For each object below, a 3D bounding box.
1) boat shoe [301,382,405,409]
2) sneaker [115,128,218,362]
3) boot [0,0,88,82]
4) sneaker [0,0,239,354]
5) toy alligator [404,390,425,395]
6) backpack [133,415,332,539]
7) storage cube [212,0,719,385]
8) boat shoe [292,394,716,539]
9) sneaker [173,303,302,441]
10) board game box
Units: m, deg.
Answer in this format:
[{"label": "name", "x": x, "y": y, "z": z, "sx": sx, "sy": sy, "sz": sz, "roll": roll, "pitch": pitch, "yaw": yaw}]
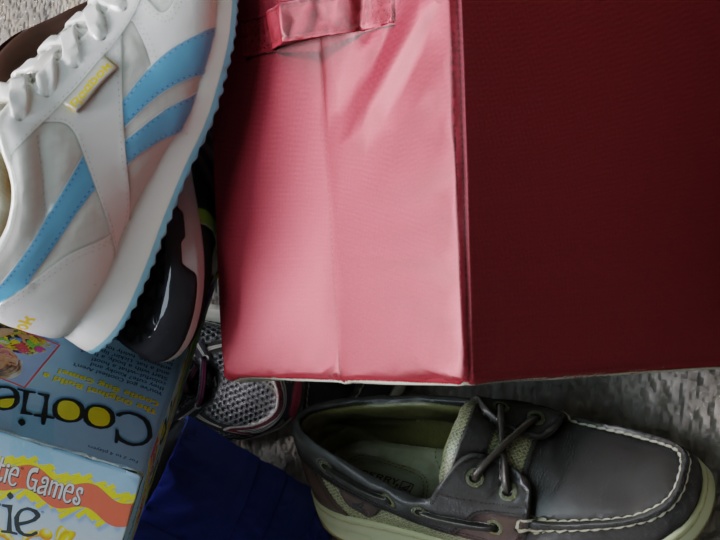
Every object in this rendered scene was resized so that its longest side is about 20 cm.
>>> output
[{"label": "boat shoe", "x": 0.001, "y": 0.001, "z": 0.954, "sx": 0.075, "sy": 0.066, "sz": 0.200, "roll": 53, "pitch": 126, "yaw": 44}, {"label": "sneaker", "x": -0.072, "y": -0.028, "z": 0.872, "sx": 0.072, "sy": 0.082, "sz": 0.201, "roll": -57, "pitch": 25, "yaw": 28}, {"label": "boot", "x": -0.090, "y": -0.151, "z": 0.913, "sx": 0.064, "sy": 0.186, "sz": 0.200, "roll": 49, "pitch": 134, "yaw": -3}, {"label": "sneaker", "x": -0.110, "y": -0.070, "z": 0.781, "sx": 0.076, "sy": 0.080, "sz": 0.201, "roll": 18, "pitch": 89, "yaw": 65}, {"label": "toy alligator", "x": 0.049, "y": 0.122, "z": 0.886, "sx": 0.200, "sy": 0.054, "sz": 0.060, "roll": 50, "pitch": 123, "yaw": 44}, {"label": "backpack", "x": -0.089, "y": 0.194, "z": 0.975, "sx": 0.163, "sy": 0.167, "sz": 0.201, "roll": -50, "pitch": 15, "yaw": 35}, {"label": "storage cube", "x": 0.051, "y": -0.045, "z": 0.793, "sx": 0.170, "sy": 0.199, "sz": 0.181, "roll": -4, "pitch": 89, "yaw": 52}, {"label": "boat shoe", "x": 0.054, "y": 0.089, "z": 0.827, "sx": 0.200, "sy": 0.066, "sz": 0.072, "roll": 0, "pitch": 50, "yaw": 35}, {"label": "sneaker", "x": -0.131, "y": 0.058, "z": 1.044, "sx": 0.075, "sy": 0.198, "sz": 0.081, "roll": -61, "pitch": -21, "yaw": -75}, {"label": "board game box", "x": -0.140, "y": 0.063, "z": 0.871, "sx": 0.200, "sy": 0.104, "sz": 0.104, "roll": -77, "pitch": 6, "yaw": -62}]
